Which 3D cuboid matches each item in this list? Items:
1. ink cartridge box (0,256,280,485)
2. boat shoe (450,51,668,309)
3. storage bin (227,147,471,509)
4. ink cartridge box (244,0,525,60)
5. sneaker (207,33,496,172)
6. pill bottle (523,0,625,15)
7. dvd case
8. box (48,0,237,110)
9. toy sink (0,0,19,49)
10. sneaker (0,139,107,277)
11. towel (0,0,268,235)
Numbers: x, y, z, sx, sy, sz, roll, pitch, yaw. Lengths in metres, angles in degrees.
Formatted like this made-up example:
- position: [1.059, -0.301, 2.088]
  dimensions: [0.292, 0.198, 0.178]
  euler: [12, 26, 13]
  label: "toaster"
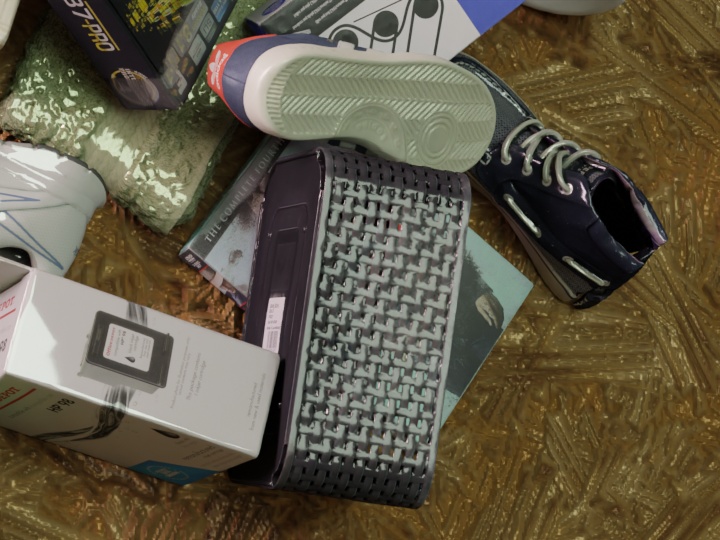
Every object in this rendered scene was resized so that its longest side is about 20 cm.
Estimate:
- position: [-0.163, 0.058, 1.599]
  dimensions: [0.200, 0.116, 0.067]
  euler: [20, 69, -21]
  label: "ink cartridge box"
- position: [0.119, -0.071, 1.789]
  dimensions: [0.200, 0.093, 0.075]
  euler: [50, 61, -8]
  label: "boat shoe"
- position: [-0.010, 0.035, 1.646]
  dimensions: [0.094, 0.135, 0.200]
  euler: [10, 85, -17]
  label: "storage bin"
- position: [0.036, -0.179, 1.728]
  dimensions: [0.200, 0.044, 0.094]
  euler: [-39, 108, -6]
  label: "ink cartridge box"
- position: [-0.006, -0.108, 1.676]
  dimensions: [0.200, 0.085, 0.075]
  euler: [13, 98, -43]
  label: "sneaker"
- position: [0.150, -0.280, 1.854]
  dimensions: [0.106, 0.106, 0.200]
  euler: [23, 68, -20]
  label: "pill bottle"
- position: [0.000, 0.000, 1.751]
  dimensions: [0.200, 0.022, 0.146]
  euler: [41, 62, -10]
  label: "dvd case"
- position: [-0.122, -0.221, 1.650]
  dimensions: [0.161, 0.049, 0.200]
  euler: [59, 45, -42]
  label: "box"
- position: [-0.254, -0.230, 1.629]
  dimensions: [0.130, 0.112, 0.200]
  euler: [24, 67, -21]
  label: "toy sink"
- position: [-0.245, -0.049, 1.611]
  dimensions: [0.200, 0.075, 0.087]
  euler: [21, 73, -20]
  label: "sneaker"
- position: [-0.129, -0.136, 1.713]
  dimensions: [0.148, 0.036, 0.200]
  euler: [33, 64, -15]
  label: "towel"
